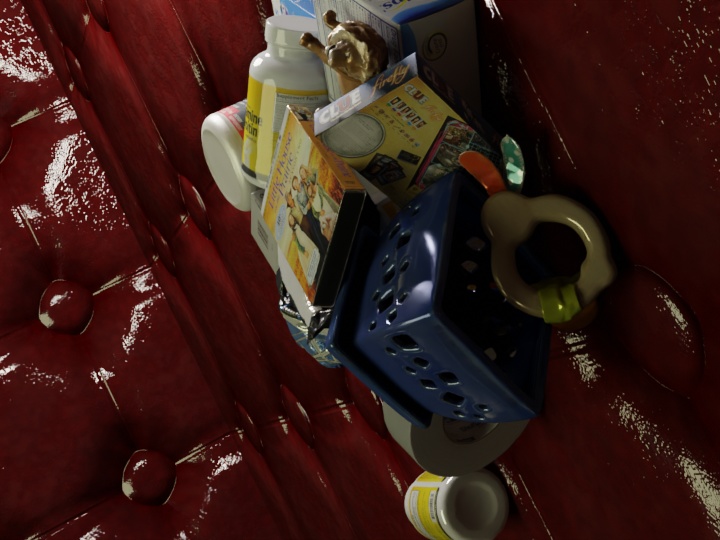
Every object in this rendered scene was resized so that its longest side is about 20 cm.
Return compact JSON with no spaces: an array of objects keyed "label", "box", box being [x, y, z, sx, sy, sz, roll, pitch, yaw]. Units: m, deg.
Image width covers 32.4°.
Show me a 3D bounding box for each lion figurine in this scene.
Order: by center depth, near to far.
[{"label":"lion figurine","box":[-0.005,-0.200,1.339,0.122,0.072,0.201,41,165,32]}]

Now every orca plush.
[{"label":"orca plush","box":[-0.044,0.004,1.461,0.200,0.070,0.106,-126,49,-57]}]

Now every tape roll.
[{"label":"tape roll","box":[0.126,0.151,1.521,0.066,0.199,0.202,40,149,47]}]

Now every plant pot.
[{"label":"plant pot","box":[0.082,0.047,1.346,0.178,0.202,0.200,-20,130,36]}]

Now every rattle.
[{"label":"rattle","box":[0.187,-0.040,1.318,0.130,0.142,0.200,-47,72,21]}]

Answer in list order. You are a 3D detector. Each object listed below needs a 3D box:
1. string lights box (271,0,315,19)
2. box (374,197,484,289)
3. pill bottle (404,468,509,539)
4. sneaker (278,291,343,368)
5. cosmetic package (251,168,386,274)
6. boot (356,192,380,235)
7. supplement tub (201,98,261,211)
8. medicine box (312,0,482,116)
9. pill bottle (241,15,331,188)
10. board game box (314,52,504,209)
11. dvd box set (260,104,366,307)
[{"label":"string lights box","box":[-0.043,-0.301,1.605,0.200,0.058,0.104,43,151,46]},{"label":"box","box":[0.082,-0.006,1.585,0.113,0.100,0.201,53,157,30]},{"label":"pill bottle","box":[0.137,0.353,1.867,0.114,0.111,0.200,63,161,0]},{"label":"sneaker","box":[-0.014,0.082,1.506,0.199,0.075,0.078,25,140,41]},{"label":"cosmetic package","box":[-0.044,-0.088,1.658,0.085,0.198,0.108,56,162,23]},{"label":"boot","box":[0.000,0.000,1.534,0.169,0.076,0.202,94,153,-61]},{"label":"supplement tub","box":[-0.106,-0.181,1.701,0.141,0.198,0.141,50,156,32]},{"label":"medicine box","box":[0.040,-0.248,1.396,0.200,0.102,0.184,43,152,44]},{"label":"pill bottle","box":[-0.087,-0.208,1.539,0.112,0.111,0.203,38,128,50]},{"label":"board game box","box":[0.064,-0.133,1.314,0.199,0.134,0.035,37,-143,-41]},{"label":"dvd box set","box":[-0.057,-0.076,1.382,0.201,0.029,0.148,-122,42,-50]}]
